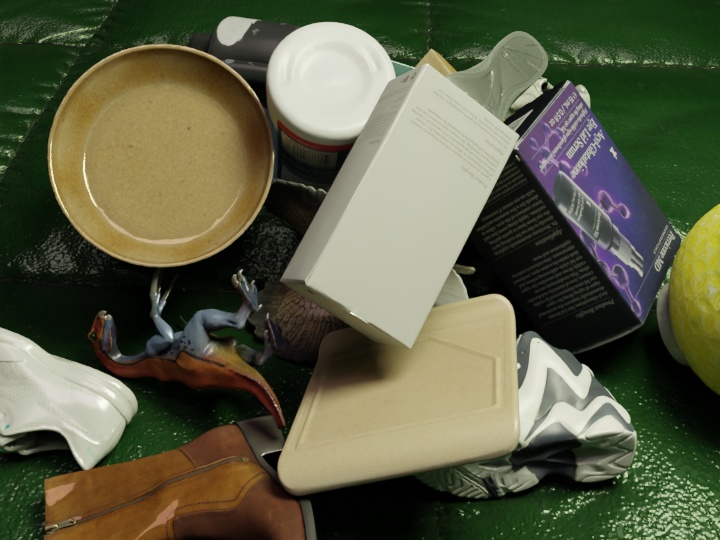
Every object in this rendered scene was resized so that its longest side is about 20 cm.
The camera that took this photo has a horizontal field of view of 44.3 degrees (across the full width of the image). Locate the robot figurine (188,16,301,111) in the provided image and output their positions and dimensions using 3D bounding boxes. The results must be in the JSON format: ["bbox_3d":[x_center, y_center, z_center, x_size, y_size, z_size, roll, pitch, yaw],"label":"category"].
[{"bbox_3d":[-0.122,-0.252,1.131,0.196,0.126,0.152,10,52,11],"label":"robot figurine"}]

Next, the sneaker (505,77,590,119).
[{"bbox_3d":[0.197,-0.213,1.125,0.196,0.082,0.076,13,44,16],"label":"sneaker"}]

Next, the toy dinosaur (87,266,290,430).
[{"bbox_3d":[-0.162,0.067,0.769,0.179,0.106,0.202,-26,37,14],"label":"toy dinosaur"}]

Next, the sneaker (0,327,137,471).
[{"bbox_3d":[-0.295,0.111,0.754,0.196,0.076,0.089,16,54,15],"label":"sneaker"}]

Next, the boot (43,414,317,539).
[{"bbox_3d":[-0.136,0.197,0.656,0.196,0.069,0.189,-14,43,-15],"label":"boot"}]

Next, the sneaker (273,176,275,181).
[{"bbox_3d":[-0.031,-0.103,0.990,0.197,0.083,0.074,24,46,25],"label":"sneaker"}]

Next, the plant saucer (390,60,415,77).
[{"bbox_3d":[0.027,-0.205,0.934,0.069,0.019,0.200,15,9,-12],"label":"plant saucer"}]

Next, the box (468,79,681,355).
[{"bbox_3d":[0.193,-0.048,0.837,0.201,0.104,0.148,50,46,-9],"label":"box"}]

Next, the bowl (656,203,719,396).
[{"bbox_3d":[0.336,0.038,0.801,0.107,0.202,0.200,-21,17,48],"label":"bowl"}]

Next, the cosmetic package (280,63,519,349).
[{"bbox_3d":[0.032,-0.051,0.726,0.202,0.107,0.085,-60,19,-9],"label":"cosmetic package"}]

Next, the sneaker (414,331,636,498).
[{"bbox_3d":[0.122,0.114,0.752,0.195,0.081,0.131,-7,35,-2],"label":"sneaker"}]

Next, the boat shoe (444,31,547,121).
[{"bbox_3d":[0.115,-0.173,0.912,0.074,0.065,0.202,45,62,0],"label":"boat shoe"}]

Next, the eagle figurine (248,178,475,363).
[{"bbox_3d":[-0.003,0.001,0.837,0.196,0.151,0.155,0,68,-21],"label":"eagle figurine"}]

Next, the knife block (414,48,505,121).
[{"bbox_3d":[0.127,-0.144,0.986,0.200,0.064,0.176,43,20,-10],"label":"knife block"}]

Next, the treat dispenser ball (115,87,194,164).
[{"bbox_3d":[-0.204,-0.121,0.914,0.196,0.204,0.203,1,40,-1],"label":"treat dispenser ball"}]

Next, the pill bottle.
[{"bbox_3d":[-0.034,-0.133,0.864,0.117,0.201,0.122,2,69,-5],"label":"pill bottle"}]

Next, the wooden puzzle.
[{"bbox_3d":[0.038,0.098,0.708,0.181,0.038,0.201,-14,24,14],"label":"wooden puzzle"}]

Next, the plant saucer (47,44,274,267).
[{"bbox_3d":[-0.176,-0.100,0.792,0.195,0.035,0.205,2,79,-8],"label":"plant saucer"}]
